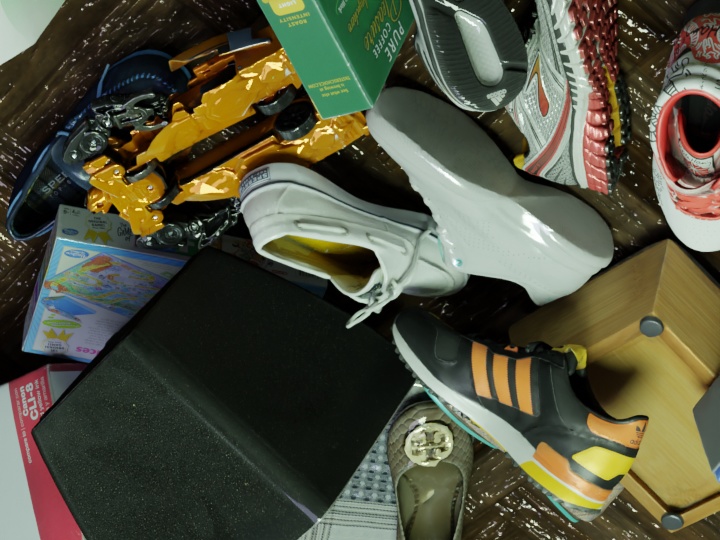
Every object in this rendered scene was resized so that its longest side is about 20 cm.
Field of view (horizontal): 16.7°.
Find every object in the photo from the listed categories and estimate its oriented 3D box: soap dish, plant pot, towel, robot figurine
[{"bbox_3d":[0.220,0.087,1.735,0.200,0.081,0.157,45,130,-17],"label":"soap dish"},{"bbox_3d":[-0.107,0.106,1.722,0.177,0.200,0.200,43,127,-4],"label":"plant pot"},{"bbox_3d":[-0.015,0.142,1.874,0.199,0.035,0.193,6,133,-5],"label":"towel"},{"bbox_3d":[-0.102,-0.093,1.675,0.200,0.058,0.145,-25,129,15],"label":"robot figurine"}]

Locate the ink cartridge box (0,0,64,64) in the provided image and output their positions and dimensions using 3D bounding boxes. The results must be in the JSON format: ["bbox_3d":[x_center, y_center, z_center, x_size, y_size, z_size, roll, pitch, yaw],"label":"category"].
[{"bbox_3d":[-0.264,-0.199,1.594,0.050,0.200,0.161,-1,129,21],"label":"ink cartridge box"}]

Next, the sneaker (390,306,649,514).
[{"bbox_3d":[0.113,0.074,1.686,0.200,0.070,0.090,42,104,24],"label":"sneaker"}]

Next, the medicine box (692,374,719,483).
[{"bbox_3d":[0.355,0.093,1.616,0.200,0.103,0.182,30,111,-14],"label":"medicine box"}]

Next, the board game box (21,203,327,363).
[{"bbox_3d":[-0.138,0.024,1.806,0.199,0.034,0.135,11,137,-13],"label":"board game box"}]

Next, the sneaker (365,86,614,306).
[{"bbox_3d":[0.072,-0.042,1.682,0.200,0.075,0.088,36,127,-13],"label":"sneaker"}]

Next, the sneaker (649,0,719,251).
[{"bbox_3d":[0.216,-0.067,1.584,0.067,0.108,0.202,11,132,12],"label":"sneaker"}]

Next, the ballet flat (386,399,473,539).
[{"bbox_3d":[0.052,0.180,1.864,0.067,0.046,0.200,0,130,-4],"label":"ballet flat"}]

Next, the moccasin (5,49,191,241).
[{"bbox_3d":[-0.186,-0.078,1.758,0.080,0.068,0.200,35,132,-11],"label":"moccasin"}]

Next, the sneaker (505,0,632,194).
[{"bbox_3d":[0.122,-0.133,1.586,0.082,0.078,0.200,6,130,20],"label":"sneaker"}]

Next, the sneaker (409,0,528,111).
[{"bbox_3d":[0.043,-0.195,1.564,0.075,0.115,0.201,-16,94,-11],"label":"sneaker"}]

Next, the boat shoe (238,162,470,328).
[{"bbox_3d":[0.003,-0.002,1.691,0.075,0.086,0.202,-32,140,32],"label":"boat shoe"}]

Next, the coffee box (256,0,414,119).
[{"bbox_3d":[-0.034,-0.209,1.551,0.044,0.123,0.200,-12,125,28],"label":"coffee box"}]

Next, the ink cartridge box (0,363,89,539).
[{"bbox_3d":[-0.244,0.166,1.901,0.200,0.145,0.145,-23,76,36],"label":"ink cartridge box"}]

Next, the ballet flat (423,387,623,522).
[{"bbox_3d":[0.127,0.108,1.800,0.067,0.068,0.200,-35,124,23],"label":"ballet flat"}]
